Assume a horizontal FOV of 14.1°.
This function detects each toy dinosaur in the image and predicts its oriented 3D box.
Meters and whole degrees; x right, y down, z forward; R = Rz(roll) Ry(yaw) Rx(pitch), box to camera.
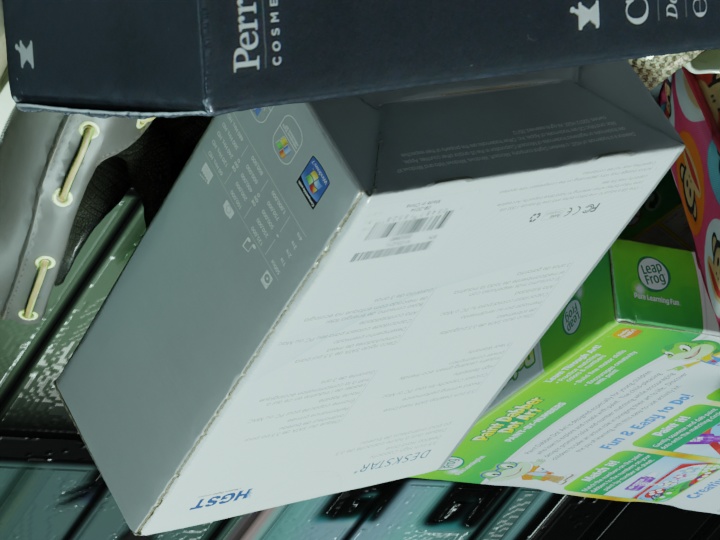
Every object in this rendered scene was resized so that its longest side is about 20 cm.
[{"bbox_3d":[-0.065,-0.070,1.084,0.077,0.103,0.200,-12,151,-35],"label":"toy dinosaur"}]

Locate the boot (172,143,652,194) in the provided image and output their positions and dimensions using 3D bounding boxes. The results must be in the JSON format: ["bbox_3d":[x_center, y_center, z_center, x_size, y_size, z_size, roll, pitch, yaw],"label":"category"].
[{"bbox_3d":[0.026,-0.046,1.188,0.162,0.074,0.198,-38,145,12],"label":"boot"}]

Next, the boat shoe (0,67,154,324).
[{"bbox_3d":[-0.101,-0.064,1.026,0.060,0.072,0.202,21,125,-17],"label":"boat shoe"}]

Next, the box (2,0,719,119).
[{"bbox_3d":[-0.004,-0.156,0.876,0.196,0.124,0.201,-10,100,-33],"label":"box"}]

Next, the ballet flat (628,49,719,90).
[{"bbox_3d":[0.182,-0.127,1.180,0.199,0.068,0.076,-26,116,-10],"label":"ballet flat"}]

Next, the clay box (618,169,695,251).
[{"bbox_3d":[0.158,0.005,1.366,0.115,0.048,0.200,-36,147,16],"label":"clay box"}]

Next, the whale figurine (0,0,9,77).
[{"bbox_3d":[-0.173,-0.071,0.956,0.104,0.160,0.200,34,140,-12],"label":"whale figurine"}]

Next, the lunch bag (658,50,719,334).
[{"bbox_3d":[0.223,-0.041,1.204,0.175,0.201,0.082,-7,142,-5],"label":"lunch bag"}]

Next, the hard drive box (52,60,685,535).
[{"bbox_3d":[0.000,0.000,1.071,0.155,0.077,0.200,-9,146,-40],"label":"hard drive box"}]

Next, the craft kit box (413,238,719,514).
[{"bbox_3d":[0.146,0.054,1.321,0.196,0.049,0.200,6,155,-27],"label":"craft kit box"}]
